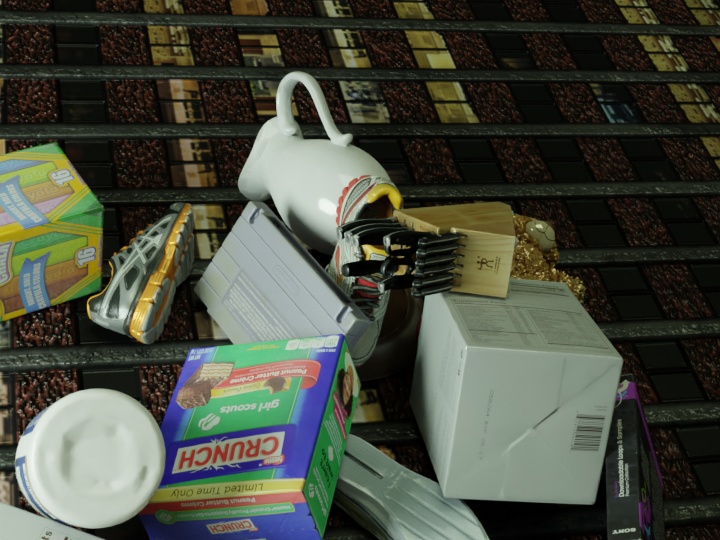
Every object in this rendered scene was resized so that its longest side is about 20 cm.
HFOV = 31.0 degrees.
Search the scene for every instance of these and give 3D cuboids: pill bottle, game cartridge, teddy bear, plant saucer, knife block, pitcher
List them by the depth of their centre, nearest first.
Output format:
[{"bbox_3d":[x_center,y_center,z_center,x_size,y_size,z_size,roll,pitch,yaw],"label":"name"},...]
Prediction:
[{"bbox_3d":[-0.238,0.164,1.116,0.110,0.200,0.112,3,80,-18],"label":"pill bottle"},{"bbox_3d":[0.065,-0.027,1.288,0.174,0.064,0.200,9,16,2],"label":"knife block"},{"bbox_3d":[-0.086,0.038,1.350,0.038,0.130,0.200,4,35,-50],"label":"game cartridge"},{"bbox_3d":[-0.019,0.037,1.434,0.199,0.032,0.201,7,42,-6],"label":"plant saucer"},{"bbox_3d":[-0.044,-0.119,1.462,0.121,0.173,0.200,-9,31,-38],"label":"pitcher"},{"bbox_3d":[0.185,0.005,1.490,0.145,0.067,0.200,32,46,17],"label":"teddy bear"}]

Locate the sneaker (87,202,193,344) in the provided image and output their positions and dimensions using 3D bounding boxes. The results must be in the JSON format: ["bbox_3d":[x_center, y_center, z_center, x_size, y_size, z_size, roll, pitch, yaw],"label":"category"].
[{"bbox_3d":[-0.230,-0.008,1.401,0.077,0.079,0.201,9,41,9],"label":"sneaker"}]

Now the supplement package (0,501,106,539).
[{"bbox_3d":[-0.239,0.291,1.042,0.199,0.122,0.120,18,43,6],"label":"supplement package"}]

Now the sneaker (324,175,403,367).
[{"bbox_3d":[0.000,0.000,1.339,0.077,0.202,0.082,7,0,-18],"label":"sneaker"}]

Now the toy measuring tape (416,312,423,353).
[{"bbox_3d":[0.113,0.035,1.410,0.073,0.074,0.201,23,72,11],"label":"toy measuring tape"}]

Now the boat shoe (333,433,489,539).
[{"bbox_3d":[0.040,0.227,1.219,0.200,0.062,0.072,36,57,25],"label":"boat shoe"}]

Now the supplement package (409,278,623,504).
[{"bbox_3d":[0.143,0.109,1.259,0.149,0.153,0.200,4,19,-9],"label":"supplement package"}]

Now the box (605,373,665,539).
[{"bbox_3d":[0.260,0.220,1.226,0.036,0.144,0.201,-11,38,17],"label":"box"}]

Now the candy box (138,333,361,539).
[{"bbox_3d":[-0.101,0.158,1.208,0.168,0.077,0.201,-7,39,18],"label":"candy box"}]

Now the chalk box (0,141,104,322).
[{"bbox_3d":[-0.383,-0.031,1.351,0.199,0.125,0.124,-20,51,-30],"label":"chalk box"}]
